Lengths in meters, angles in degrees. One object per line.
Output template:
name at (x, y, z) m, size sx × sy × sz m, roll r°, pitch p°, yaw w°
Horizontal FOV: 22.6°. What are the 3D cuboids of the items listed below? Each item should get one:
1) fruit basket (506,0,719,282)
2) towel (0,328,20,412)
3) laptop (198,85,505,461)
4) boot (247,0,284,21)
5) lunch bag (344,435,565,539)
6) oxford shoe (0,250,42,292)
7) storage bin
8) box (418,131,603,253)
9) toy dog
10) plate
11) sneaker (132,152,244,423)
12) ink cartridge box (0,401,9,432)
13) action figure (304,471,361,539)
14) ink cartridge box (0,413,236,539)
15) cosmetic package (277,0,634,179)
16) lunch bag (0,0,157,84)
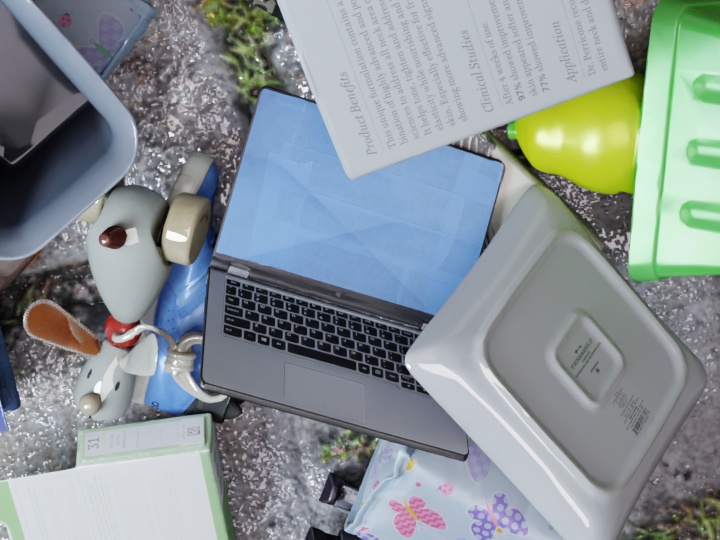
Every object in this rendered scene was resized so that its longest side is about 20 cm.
fruit basket at (0.218, -0.098, 1.294) m, size 0.214 × 0.155 × 0.218 m, roll 8°, pitch 104°, yaw 37°
towel at (-0.321, 0.017, 1.319) m, size 0.111 × 0.048 × 0.202 m, roll -3°, pitch 109°, yaw 39°
laptop at (0.000, 0.000, 1.210) m, size 0.186 × 0.201 × 0.116 m, roll 16°, pitch 124°, yaw -13°
boot at (-0.002, -0.242, 1.278) m, size 0.202 × 0.074 × 0.155 m, roll 25°, pitch 108°, yaw -11°
lunch bag at (0.101, 0.135, 1.309) m, size 0.169 × 0.201 × 0.127 m, roll 28°, pitch 133°, yaw -6°
oxford shoe at (-0.246, -0.047, 1.305) m, size 0.071 × 0.073 × 0.201 m, roll 28°, pitch 113°, yaw -18°
storage bin at (-0.245, -0.118, 1.108) m, size 0.145 × 0.134 × 0.200 m, roll -40°, pitch 109°, yaw 4°
box at (0.079, -0.062, 1.320) m, size 0.200 × 0.068 × 0.082 m, roll 41°, pitch 98°, yaw -10°
toy dog at (-0.168, 0.022, 1.254) m, size 0.131 × 0.096 × 0.202 m, roll 0°, pitch 109°, yaw 18°
plate at (0.148, 0.065, 1.234) m, size 0.200 × 0.200 × 0.032 m, roll 48°, pitch 141°, yaw -11°
sneaker at (-0.104, 0.018, 1.329) m, size 0.110 × 0.077 × 0.201 m, roll 17°, pitch 107°, yaw 1°
ink cartridge box at (-0.351, 0.029, 1.287) m, size 0.199 × 0.047 × 0.199 m, roll -1°, pitch 108°, yaw 44°
action figure at (0.057, 0.223, 1.388) m, size 0.198 × 0.069 × 0.131 m, roll 18°, pitch 85°, yaw -10°
ink cartridge box at (-0.199, 0.186, 1.358) m, size 0.198 × 0.048 × 0.146 m, roll -7°, pitch 128°, yaw 1°
cosmetic package at (0.049, -0.195, 1.173) m, size 0.198 × 0.167 × 0.168 m, roll -19°, pitch 122°, yaw 4°
lunch bag at (-0.263, -0.176, 1.230) m, size 0.200 × 0.127 × 0.170 m, roll 38°, pitch 99°, yaw -2°
